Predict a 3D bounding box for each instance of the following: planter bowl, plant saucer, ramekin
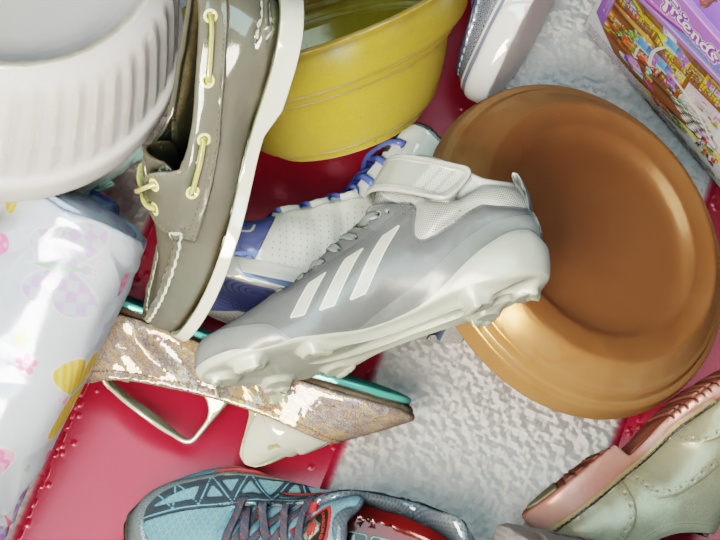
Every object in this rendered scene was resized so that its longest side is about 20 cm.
[{"bbox_3d":[-0.017,-0.117,1.566,0.200,0.200,0.084,-24,111,-13],"label":"planter bowl"},{"bbox_3d":[0.128,-0.016,1.561,0.199,0.037,0.201,12,64,-27],"label":"plant saucer"},{"bbox_3d":[-0.186,-0.146,1.440,0.199,0.105,0.201,4,63,-9],"label":"ramekin"}]

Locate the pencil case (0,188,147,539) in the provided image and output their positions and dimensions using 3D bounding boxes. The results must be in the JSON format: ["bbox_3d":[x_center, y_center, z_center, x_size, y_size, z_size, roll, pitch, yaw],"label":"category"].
[{"bbox_3d":[-0.193,0.046,1.491,0.090,0.083,0.201,25,93,8],"label":"pencil case"}]

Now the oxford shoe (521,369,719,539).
[{"bbox_3d":[0.189,0.109,1.558,0.200,0.071,0.074,-34,87,-6],"label":"oxford shoe"}]

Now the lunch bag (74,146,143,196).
[{"bbox_3d":[-0.238,-0.102,1.542,0.170,0.122,0.200,-33,84,-20],"label":"lunch bag"}]

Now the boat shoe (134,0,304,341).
[{"bbox_3d":[-0.085,-0.059,1.448,0.060,0.072,0.203,12,112,-17],"label":"boat shoe"}]

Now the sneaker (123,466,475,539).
[{"bbox_3d":[-0.029,0.140,1.504,0.199,0.096,0.080,5,72,-5],"label":"sneaker"}]

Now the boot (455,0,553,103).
[{"bbox_3d":[0.079,-0.203,1.624,0.090,0.073,0.201,24,88,11],"label":"boot"}]

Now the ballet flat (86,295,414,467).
[{"bbox_3d":[-0.070,0.070,1.545,0.199,0.068,0.068,19,91,5],"label":"ballet flat"}]

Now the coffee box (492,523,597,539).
[{"bbox_3d":[0.155,0.248,1.417,0.199,0.200,0.199,11,87,-3],"label":"coffee box"}]

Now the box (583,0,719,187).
[{"bbox_3d":[0.216,-0.102,1.584,0.039,0.137,0.200,-37,81,-15],"label":"box"}]

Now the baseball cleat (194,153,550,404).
[{"bbox_3d":[0.000,0.000,1.490,0.199,0.070,0.107,-15,70,0],"label":"baseball cleat"}]

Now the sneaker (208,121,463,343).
[{"bbox_3d":[-0.001,-0.025,1.573,0.198,0.081,0.116,5,69,-12],"label":"sneaker"}]
